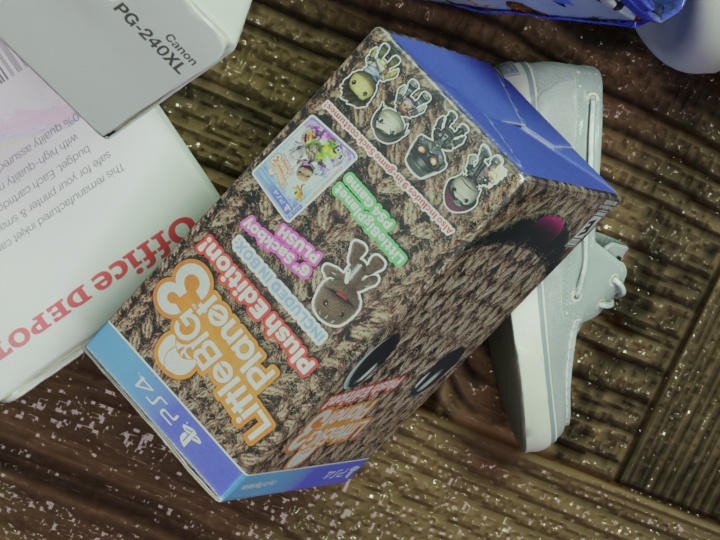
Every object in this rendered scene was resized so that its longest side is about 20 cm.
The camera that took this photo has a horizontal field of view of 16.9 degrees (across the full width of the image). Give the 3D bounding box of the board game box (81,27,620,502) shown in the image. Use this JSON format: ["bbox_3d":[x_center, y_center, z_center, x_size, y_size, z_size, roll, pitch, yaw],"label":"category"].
[{"bbox_3d":[0.000,0.000,1.113,0.200,0.159,0.097,-47,74,14],"label":"board game box"}]

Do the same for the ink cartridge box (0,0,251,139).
[{"bbox_3d":[-0.110,-0.174,1.034,0.083,0.200,0.145,-32,116,30],"label":"ink cartridge box"}]

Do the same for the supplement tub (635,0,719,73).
[{"bbox_3d":[0.227,-0.183,1.163,0.200,0.145,0.145,-14,109,-11],"label":"supplement tub"}]

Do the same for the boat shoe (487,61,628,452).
[{"bbox_3d":[0.101,-0.007,1.219,0.071,0.070,0.201,-6,104,-8],"label":"boat shoe"}]

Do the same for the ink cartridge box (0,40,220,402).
[{"bbox_3d":[-0.170,-0.061,1.117,0.145,0.088,0.200,-35,111,-3],"label":"ink cartridge box"}]

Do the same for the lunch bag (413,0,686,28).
[{"bbox_3d":[0.066,-0.210,1.083,0.124,0.170,0.200,-24,114,-36],"label":"lunch bag"}]
